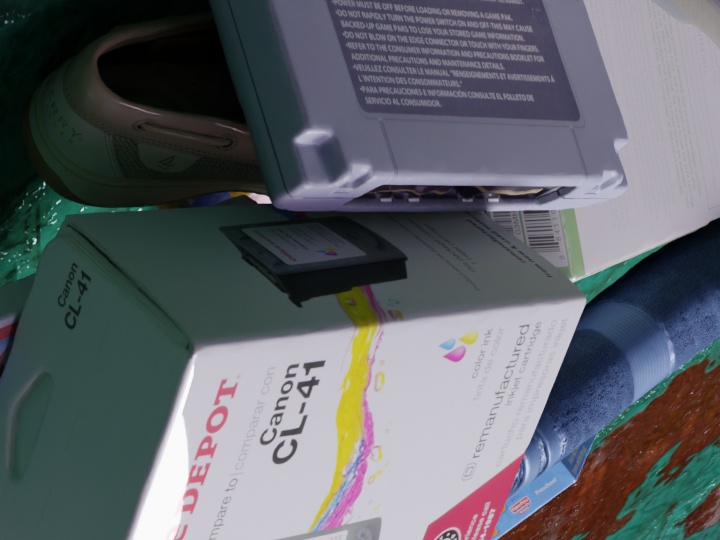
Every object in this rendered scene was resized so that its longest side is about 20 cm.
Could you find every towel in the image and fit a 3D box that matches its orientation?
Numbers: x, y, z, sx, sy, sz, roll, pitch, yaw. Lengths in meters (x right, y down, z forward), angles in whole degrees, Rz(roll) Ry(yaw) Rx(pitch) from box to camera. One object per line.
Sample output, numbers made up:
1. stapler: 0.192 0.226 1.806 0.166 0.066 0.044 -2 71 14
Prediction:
1. towel: 0.101 0.042 1.206 0.200 0.049 0.112 -34 176 -34

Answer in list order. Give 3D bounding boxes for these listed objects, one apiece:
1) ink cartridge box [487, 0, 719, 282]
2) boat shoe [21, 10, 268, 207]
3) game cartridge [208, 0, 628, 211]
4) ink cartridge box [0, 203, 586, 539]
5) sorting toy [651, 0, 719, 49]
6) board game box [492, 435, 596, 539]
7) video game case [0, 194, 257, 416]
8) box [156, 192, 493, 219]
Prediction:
1. ink cartridge box: 0.127 -0.089 1.199 0.048 0.147 0.199 -2 -167 43
2. boat shoe: -0.027 -0.069 1.023 0.199 0.073 0.065 -8 157 -33
3. game cartridge: 0.019 -0.088 1.011 0.041 0.134 0.199 -22 167 37
4. ink cartridge box: -0.031 0.056 0.983 0.199 0.086 0.148 -7 126 -46
5. sorting toy: 0.106 -0.140 0.993 0.107 0.180 0.200 -50 157 23
6. board game box: 0.046 0.141 1.543 0.200 0.037 0.151 -39 -177 17
7. video game case: -0.104 0.077 1.020 0.143 0.017 0.201 -23 137 -42
8. box: 0.000 0.000 1.155 0.119 0.041 0.201 -39 127 -12
